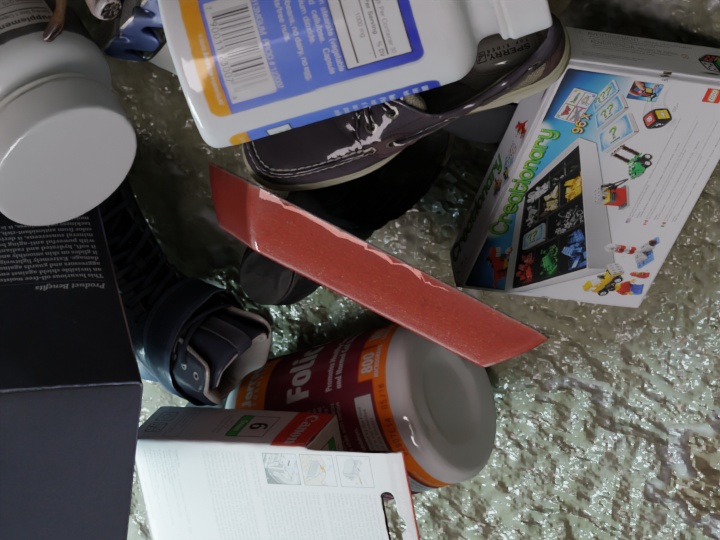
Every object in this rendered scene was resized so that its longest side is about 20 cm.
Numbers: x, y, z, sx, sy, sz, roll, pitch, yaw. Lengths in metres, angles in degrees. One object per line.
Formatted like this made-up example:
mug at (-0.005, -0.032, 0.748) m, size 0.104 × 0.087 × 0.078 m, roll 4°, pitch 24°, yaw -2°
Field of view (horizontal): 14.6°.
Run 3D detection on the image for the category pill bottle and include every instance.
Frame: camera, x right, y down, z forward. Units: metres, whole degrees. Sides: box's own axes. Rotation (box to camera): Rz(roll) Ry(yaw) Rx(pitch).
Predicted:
pill bottle at (-0.019, 0.106, 1.902) m, size 0.200 × 0.114 × 0.114 m, roll -17°, pitch 119°, yaw 32°
pill bottle at (-0.222, -0.128, 1.727) m, size 0.200 × 0.114 × 0.114 m, roll 55°, pitch 144°, yaw 33°
pill bottle at (-0.002, -0.145, 1.525) m, size 0.200 × 0.112 × 0.112 m, roll -16°, pitch 123°, yaw 3°

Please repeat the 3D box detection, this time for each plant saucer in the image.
plant saucer at (0.000, 0.000, 1.702) m, size 0.199 × 0.200 × 0.037 m, roll 27°, pitch 90°, yaw -12°

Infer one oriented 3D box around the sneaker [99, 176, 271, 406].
sneaker at (-0.133, 0.003, 1.855) m, size 0.146 × 0.077 × 0.202 m, roll 24°, pitch 144°, yaw 41°

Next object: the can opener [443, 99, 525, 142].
can opener at (0.025, -0.117, 1.691) m, size 0.200 × 0.053 × 0.067 m, roll 13°, pitch 115°, yaw -20°

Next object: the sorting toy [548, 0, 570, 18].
sorting toy at (0.040, -0.219, 1.590) m, size 0.199 × 0.070 × 0.200 m, roll 7°, pitch 138°, yaw -23°

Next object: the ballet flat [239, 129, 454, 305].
ballet flat at (-0.010, -0.047, 1.825) m, size 0.066 × 0.057 × 0.200 m, roll 48°, pitch 124°, yaw -1°

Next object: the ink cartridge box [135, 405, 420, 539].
ink cartridge box at (-0.045, 0.149, 1.838) m, size 0.200 × 0.050 × 0.109 m, roll 1°, pitch 115°, yaw 26°

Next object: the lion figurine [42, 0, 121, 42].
lion figurine at (-0.160, -0.244, 1.649) m, size 0.200 × 0.072 × 0.123 m, roll -53°, pitch 55°, yaw 23°

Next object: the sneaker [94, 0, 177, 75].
sneaker at (-0.062, -0.179, 1.718) m, size 0.115 × 0.081 × 0.199 m, roll 30°, pitch 127°, yaw -23°

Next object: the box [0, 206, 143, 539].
box at (-0.214, 0.084, 1.769) m, size 0.123 × 0.199 × 0.200 m, roll -2°, pitch 131°, yaw -14°

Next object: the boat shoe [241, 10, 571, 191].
boat shoe at (0.023, -0.105, 1.599) m, size 0.200 × 0.065 × 0.072 m, roll -20°, pitch 78°, yaw 2°

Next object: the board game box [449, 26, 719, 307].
board game box at (0.145, -0.059, 1.716) m, size 0.126 × 0.035 × 0.200 m, roll 7°, pitch 136°, yaw -18°
